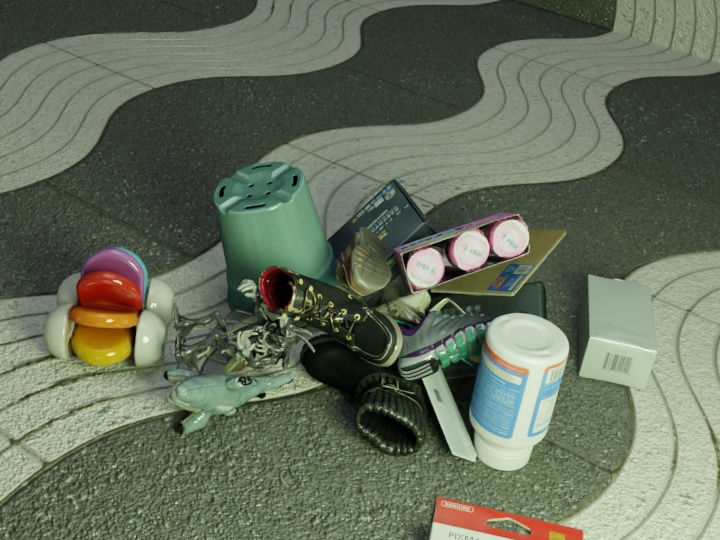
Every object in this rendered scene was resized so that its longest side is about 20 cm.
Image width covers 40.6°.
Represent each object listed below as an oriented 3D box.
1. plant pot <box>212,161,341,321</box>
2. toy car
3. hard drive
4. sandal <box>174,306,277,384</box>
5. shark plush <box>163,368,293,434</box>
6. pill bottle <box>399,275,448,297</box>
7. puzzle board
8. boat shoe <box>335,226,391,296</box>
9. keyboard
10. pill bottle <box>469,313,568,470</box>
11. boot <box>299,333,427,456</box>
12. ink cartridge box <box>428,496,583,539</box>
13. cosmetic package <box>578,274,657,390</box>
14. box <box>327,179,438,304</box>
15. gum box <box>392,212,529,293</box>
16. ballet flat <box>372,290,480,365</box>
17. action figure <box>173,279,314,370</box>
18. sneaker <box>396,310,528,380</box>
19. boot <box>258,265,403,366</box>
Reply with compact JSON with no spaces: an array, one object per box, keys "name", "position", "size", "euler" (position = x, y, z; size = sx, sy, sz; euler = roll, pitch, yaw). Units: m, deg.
[{"name":"plant pot","position":[-0.140,-0.053,1.554],"size":[0.198,0.197,0.201],"euler":[-8,37,6]},{"name":"toy car","position":[-0.369,0.043,1.440],"size":[0.173,0.151,0.201],"euler":[5,32,-4]},{"name":"hard drive","position":[0.184,0.092,1.479],"size":[0.198,0.033,0.141],"euler":[-9,51,20]},{"name":"sandal","position":[-0.196,0.121,1.448],"size":[0.080,0.058,0.201],"euler":[37,56,25]},{"name":"shark plush","position":[-0.177,0.172,1.342],"size":[0.199,0.083,0.092],"euler":[9,59,-33]},{"name":"pill bottle","position":[0.173,0.005,1.662],"size":[0.198,0.107,0.107],"euler":[-1,32,-14]},{"name":"puzzle board","position":[0.222,-0.013,1.554],"size":[0.150,0.018,0.200],"euler":[3,32,37]},{"name":"boat shoe","position":[0.000,0.000,1.503],"size":[0.076,0.072,0.200],"euler":[41,17,-9]},{"name":"keyboard","position":[0.114,0.181,1.384],"size":[0.056,0.011,0.201],"euler":[21,36,-41]},{"name":"pill bottle","position":[0.207,0.168,1.317],"size":[0.111,0.201,0.113],"euler":[6,31,-4]},{"name":"boot","position":[0.001,0.172,1.380],"size":[0.209,0.080,0.158],"euler":[12,32,7]},{"name":"ink cartridge box","position":[0.180,0.343,1.179],"size":[0.198,0.045,0.177],"euler":[11,33,5]},{"name":"cosmetic package","position":[0.418,0.096,1.597],"size":[0.112,0.082,0.200],"euler":[12,31,7]},{"name":"box","position":[0.023,-0.041,1.640],"size":[0.051,0.200,0.158],"euler":[40,12,-37]},{"name":"gum box","position":[0.157,-0.031,1.497],"size":[0.198,0.067,0.114],"euler":[-19,5,-2]},{"name":"ballet flat","position":[0.108,0.073,1.459],"size":[0.199,0.076,0.068],"euler":[24,-4,33]},{"name":"action figure","position":[-0.163,0.085,1.378],"size":[0.198,0.103,0.119],"euler":[-3,46,-9]},{"name":"sneaker","position":[0.136,0.078,1.368],"size":[0.198,0.075,0.088],"euler":[-20,60,-2]},{"name":"boot","position":[-0.044,0.060,1.348],"size":[0.150,0.074,0.200],"euler":[21,13,-39]}]
